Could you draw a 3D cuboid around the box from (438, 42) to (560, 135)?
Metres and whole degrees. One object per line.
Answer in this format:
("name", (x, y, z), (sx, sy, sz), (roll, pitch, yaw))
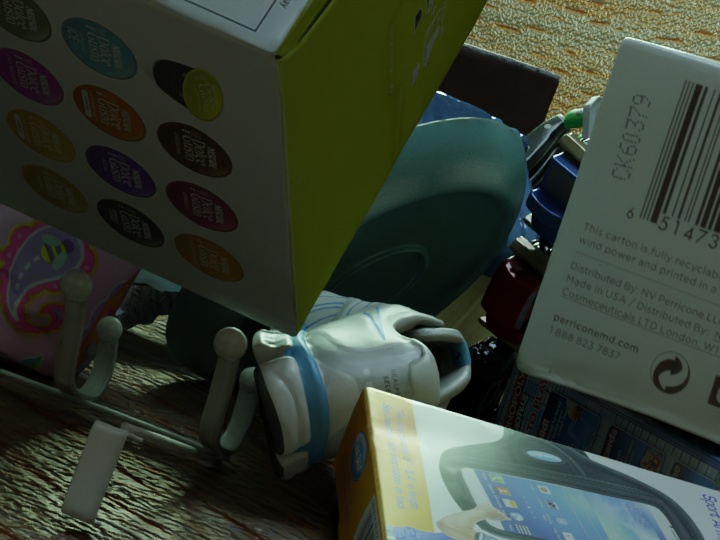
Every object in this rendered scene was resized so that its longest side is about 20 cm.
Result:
("box", (-0.001, -0.068, 1.476), (0.163, 0.201, 0.166), (15, 7, -28))

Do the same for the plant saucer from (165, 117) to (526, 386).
("plant saucer", (0.000, 0.000, 1.085), (0.200, 0.200, 0.028), (8, 46, -58))

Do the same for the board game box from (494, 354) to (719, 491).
("board game box", (0.171, 0.104, 1.108), (0.199, 0.062, 0.199), (12, 10, -44))

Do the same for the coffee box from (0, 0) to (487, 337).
("coffee box", (-0.064, -0.134, 0.850), (0.197, 0.201, 0.200), (24, -26, 13))

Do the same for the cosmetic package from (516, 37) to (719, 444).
("cosmetic package", (0.204, -0.003, 1.082), (0.164, 0.166, 0.200), (21, 7, 26))

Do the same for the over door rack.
("over door rack", (-0.126, 0.033, 0.860), (0.147, 0.067, 0.200), (18, 6, 11))

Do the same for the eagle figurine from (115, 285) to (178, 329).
("eagle figurine", (-0.114, -0.029, 1.196), (0.151, 0.151, 0.200), (34, 4, 33))

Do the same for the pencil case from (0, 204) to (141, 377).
("pencil case", (-0.109, -0.049, 1.004), (0.087, 0.201, 0.087), (34, 7, -5))

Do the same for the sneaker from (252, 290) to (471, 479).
("sneaker", (0.004, 0.045, 0.956), (0.086, 0.075, 0.200), (-11, 8, 1))

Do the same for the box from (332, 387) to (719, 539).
("box", (0.091, 0.110, 0.799), (0.199, 0.042, 0.119), (15, 23, -11))

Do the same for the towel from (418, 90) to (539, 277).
("towel", (0.004, -0.062, 1.192), (0.199, 0.049, 0.112), (22, 39, -25))

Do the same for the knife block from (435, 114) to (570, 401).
("knife block", (0.071, -0.007, 1.261), (0.064, 0.177, 0.200), (21, 7, 33))

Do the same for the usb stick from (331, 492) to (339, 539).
("usb stick", (0.026, 0.092, 0.934), (0.055, 0.033, 0.200), (26, 7, 6))

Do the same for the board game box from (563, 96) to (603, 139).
("board game box", (0.182, 0.019, 1.294), (0.199, 0.201, 0.026), (13, -12, -42))

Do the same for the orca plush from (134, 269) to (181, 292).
("orca plush", (-0.103, -0.019, 1.105), (0.199, 0.106, 0.071), (-20, 23, -13))

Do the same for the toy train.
("toy train", (0.082, 0.010, 1.135), (0.034, 0.201, 0.046), (42, 40, 25))
